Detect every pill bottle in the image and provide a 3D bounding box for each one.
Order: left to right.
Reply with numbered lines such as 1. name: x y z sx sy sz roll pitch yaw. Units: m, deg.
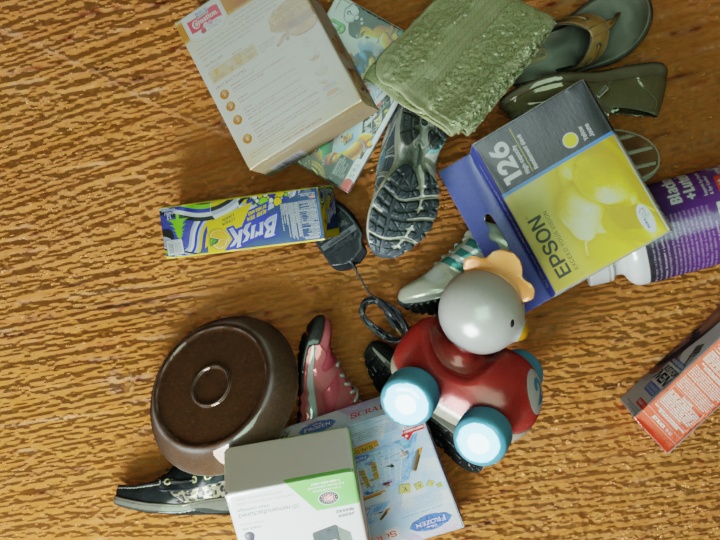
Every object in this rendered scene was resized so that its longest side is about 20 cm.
1. pill bottle: 0.351 -0.047 1.520 0.200 0.111 0.112 -16 94 4

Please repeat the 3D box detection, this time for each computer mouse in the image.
1. computer mouse: 0.000 0.000 1.573 0.059 0.034 0.200 -30 88 15

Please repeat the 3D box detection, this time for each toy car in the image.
1. toy car: 0.141 0.074 1.451 0.177 0.184 0.200 28 119 9

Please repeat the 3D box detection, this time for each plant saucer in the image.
1. plant saucer: -0.169 0.140 1.543 0.200 0.034 0.201 -12 60 22

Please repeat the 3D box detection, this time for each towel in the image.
1. towel: 0.116 -0.250 1.499 0.148 0.037 0.200 35 70 20

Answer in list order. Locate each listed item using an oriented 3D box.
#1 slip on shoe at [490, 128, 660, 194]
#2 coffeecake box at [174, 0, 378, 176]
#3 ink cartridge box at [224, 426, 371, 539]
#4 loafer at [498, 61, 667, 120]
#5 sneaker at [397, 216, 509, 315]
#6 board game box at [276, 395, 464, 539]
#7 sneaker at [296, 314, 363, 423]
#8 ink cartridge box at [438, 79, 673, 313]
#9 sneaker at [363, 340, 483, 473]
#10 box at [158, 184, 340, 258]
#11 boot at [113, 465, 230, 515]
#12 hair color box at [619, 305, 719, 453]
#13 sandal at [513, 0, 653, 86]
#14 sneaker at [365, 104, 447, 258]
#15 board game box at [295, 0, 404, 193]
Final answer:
1. slip on shoe: 0.249 -0.114 1.546 0.200 0.061 0.076 -14 75 1
2. coffeecake box: -0.097 -0.235 1.515 0.153 0.073 0.200 -30 80 13
3. ink cartridge box: -0.065 0.290 1.499 0.145 0.084 0.200 -11 122 0
4. loafer: 0.262 -0.196 1.529 0.199 0.076 0.068 -10 88 4
5. sneaker: 0.133 -0.014 1.565 0.199 0.070 0.094 -19 71 10
6. board game box: 0.001 0.251 1.558 0.200 0.041 0.200 -18 120 4
7. sneaker: -0.033 0.150 1.586 0.087 0.074 0.201 0 102 -6
8. ink cartridge box: 0.213 -0.080 1.478 0.200 0.047 0.198 -31 80 12
9. sneaker: 0.095 0.146 1.582 0.200 0.076 0.088 43 65 7
10. box: -0.130 -0.057 1.546 0.199 0.070 0.064 -6 95 15
11. boot: -0.201 0.218 1.596 0.203 0.073 0.154 -3 80 18
12. hair color box: 0.401 0.113 1.532 0.200 0.111 0.064 -43 92 5
13. sandal: 0.247 -0.270 1.534 0.200 0.055 0.082 -16 94 4
14. sneaker: 0.053 -0.110 1.541 0.077 0.086 0.200 18 87 -15
15. board game box: -0.019 -0.209 1.562 0.126 0.035 0.200 29 96 1
